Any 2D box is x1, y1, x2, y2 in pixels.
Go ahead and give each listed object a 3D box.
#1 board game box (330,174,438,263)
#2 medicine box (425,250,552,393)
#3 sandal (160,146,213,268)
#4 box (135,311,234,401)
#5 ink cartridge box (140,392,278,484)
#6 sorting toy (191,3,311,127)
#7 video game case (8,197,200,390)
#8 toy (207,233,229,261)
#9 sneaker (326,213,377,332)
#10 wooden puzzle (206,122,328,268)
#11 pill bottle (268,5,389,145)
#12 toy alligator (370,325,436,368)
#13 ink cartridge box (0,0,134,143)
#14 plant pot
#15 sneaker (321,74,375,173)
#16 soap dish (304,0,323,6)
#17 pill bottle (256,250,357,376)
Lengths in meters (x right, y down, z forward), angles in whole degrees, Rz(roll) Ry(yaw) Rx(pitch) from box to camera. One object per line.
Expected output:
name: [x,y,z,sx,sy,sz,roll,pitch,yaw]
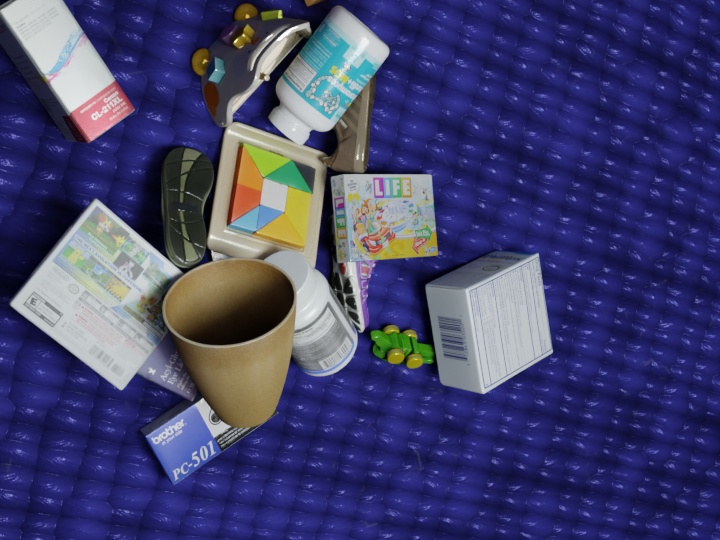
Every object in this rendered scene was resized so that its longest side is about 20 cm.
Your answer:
board game box: [0.041,-0.086,1.678,0.198,0.034,0.137,-5,90,-42]
medicine box: [0.223,0.083,1.776,0.198,0.102,0.186,-23,109,-39]
sandal: [-0.264,-0.094,1.524,0.079,0.057,0.204,15,60,-25]
box: [-0.309,0.077,1.537,0.198,0.104,0.150,30,86,-28]
ink cartridge box: [-0.236,0.237,1.632,0.198,0.044,0.095,-33,110,-18]
sorting toy: [-0.147,-0.314,1.508,0.201,0.179,0.107,-49,115,-11]
video game case: [-0.350,0.035,1.439,0.200,0.022,0.183,43,79,-24]
toy: [-0.165,0.027,1.631,0.113,0.047,0.204,-15,104,-23]
sneaker: [0.000,0.000,1.693,0.082,0.080,0.204,-10,102,-30]
wooden puzzle: [-0.137,-0.110,1.602,0.182,0.037,0.204,16,75,-28]
pill bottle: [-0.054,-0.291,1.581,0.110,0.111,0.201,33,104,-26]
toy alligator: [0.085,0.142,1.776,0.198,0.060,0.054,17,136,-35]
ink cartridge box: [-0.408,-0.280,1.403,0.082,0.145,0.202,-38,113,-17]
plant pot: [-0.172,0.117,1.468,0.184,0.187,0.203,-22,133,-21]
sneaker: [-0.019,-0.256,1.643,0.074,0.070,0.204,4,80,8]
soap dish: [-0.017,-0.515,1.594,0.198,0.081,0.160,-26,109,-21]
pill bottle: [-0.086,0.066,1.600,0.114,0.113,0.201,-44,140,-13]
